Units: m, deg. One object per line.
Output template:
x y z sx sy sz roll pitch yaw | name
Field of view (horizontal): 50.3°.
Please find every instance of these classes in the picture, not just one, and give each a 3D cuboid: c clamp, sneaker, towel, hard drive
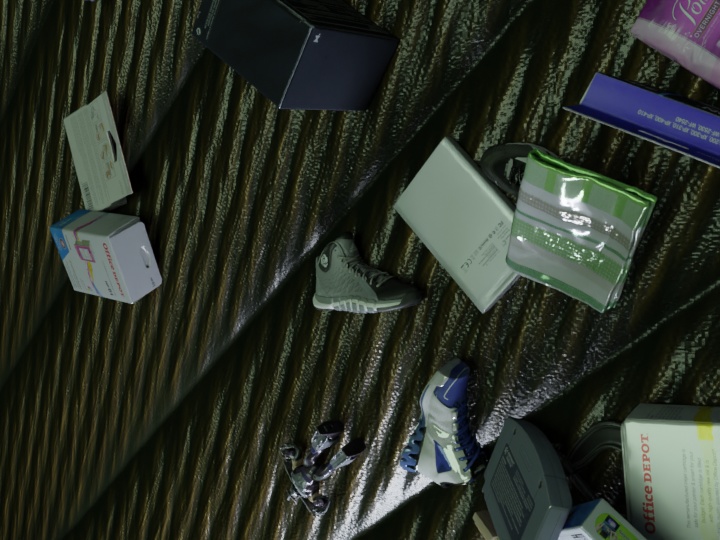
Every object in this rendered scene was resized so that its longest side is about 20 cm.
0.319 0.285 0.973 0.200 0.027 0.172 45 118 24 | c clamp
0.135 0.229 1.078 0.114 0.080 0.202 31 123 25 | sneaker
0.222 -0.105 0.929 0.198 0.090 0.068 31 115 30 | sneaker
0.000 0.000 1.137 0.197 0.074 0.118 -2 95 39 | sneaker
0.242 -0.038 0.878 0.147 0.031 0.202 24 150 18 | towel
0.145 -0.062 1.040 0.201 0.026 0.132 51 125 18 | hard drive

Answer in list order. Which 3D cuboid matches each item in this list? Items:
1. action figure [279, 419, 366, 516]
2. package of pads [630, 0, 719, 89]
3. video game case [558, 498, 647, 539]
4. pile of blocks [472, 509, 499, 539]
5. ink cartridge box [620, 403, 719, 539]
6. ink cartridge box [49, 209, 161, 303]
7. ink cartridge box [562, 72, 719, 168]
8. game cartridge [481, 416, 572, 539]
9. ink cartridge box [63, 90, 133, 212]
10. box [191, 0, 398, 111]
-0.077 0.325 1.263 0.130 0.069 0.201 47 126 15 | action figure
0.392 -0.245 0.779 0.200 0.075 0.122 43 119 24 | package of pads
0.310 0.351 0.885 0.181 0.045 0.201 43 165 15 | video game case
0.228 0.405 1.028 0.199 0.081 0.063 33 117 28 | pile of blocks
0.401 0.229 0.845 0.197 0.083 0.149 -3 94 33 | ink cartridge box
-0.494 -0.030 1.488 0.197 0.084 0.147 7 122 36 | ink cartridge box
0.329 -0.147 0.768 0.196 0.198 0.044 30 116 29 | ink cartridge box
0.207 0.277 0.966 0.040 0.200 0.136 11 108 -8 | game cartridge
-0.500 -0.226 1.502 0.174 0.044 0.204 -14 90 40 | ink cartridge box
-0.090 -0.322 1.063 0.198 0.198 0.125 41 120 25 | box
